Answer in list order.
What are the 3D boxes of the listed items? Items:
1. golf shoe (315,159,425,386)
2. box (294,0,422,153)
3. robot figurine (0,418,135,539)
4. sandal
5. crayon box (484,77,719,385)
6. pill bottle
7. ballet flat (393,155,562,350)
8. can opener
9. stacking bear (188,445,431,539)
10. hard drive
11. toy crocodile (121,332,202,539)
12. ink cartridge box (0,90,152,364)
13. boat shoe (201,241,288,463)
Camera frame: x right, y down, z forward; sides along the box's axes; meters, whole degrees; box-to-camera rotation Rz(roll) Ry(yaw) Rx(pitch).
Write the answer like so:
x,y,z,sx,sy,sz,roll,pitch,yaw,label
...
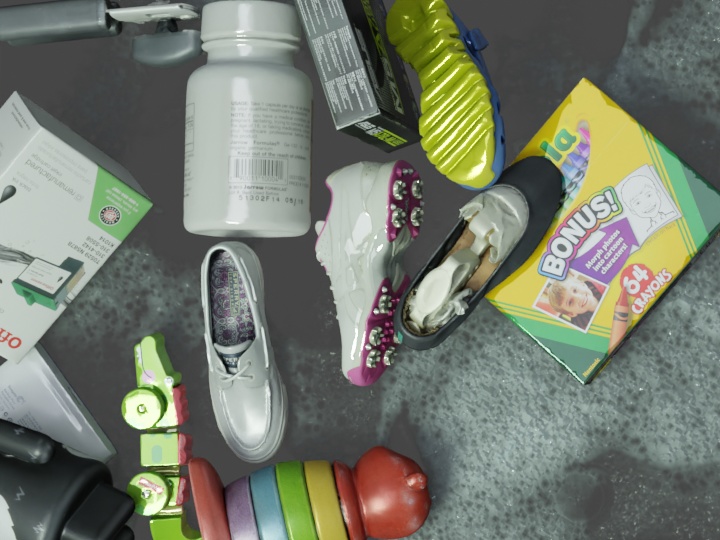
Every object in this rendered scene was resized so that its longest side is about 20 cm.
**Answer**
x,y,z,sx,sy,sz,roll,pitch,yaw,label
0.000,0.000,1.637,0.091,0.075,0.202,8,86,28,golf shoe
-0.010,-0.209,1.579,0.047,0.193,0.201,-19,82,10,box
-0.300,0.206,1.629,0.199,0.125,0.151,21,93,16,robot figurine
0.090,-0.154,1.586,0.079,0.087,0.201,-32,55,29,sandal
0.195,-0.033,1.592,0.172,0.058,0.200,41,96,12,crayon box
-0.099,-0.133,1.636,0.113,0.114,0.202,1,87,13,pill bottle
0.097,-0.014,1.553,0.073,0.073,0.200,41,97,12,ballet flat
-0.242,-0.217,1.704,0.198,0.053,0.067,-4,85,14,can opener
-0.036,0.210,1.609,0.198,0.122,0.114,-14,54,-1,stacking bear
-0.341,0.179,1.719,0.200,0.025,0.132,-39,80,8,hard drive
-0.176,0.156,1.663,0.061,0.068,0.202,-4,88,7,toy crocodile
-0.309,-0.035,1.656,0.200,0.146,0.084,-50,40,6,ink cartridge box
-0.108,0.072,1.650,0.071,0.068,0.202,-3,86,12,boat shoe
